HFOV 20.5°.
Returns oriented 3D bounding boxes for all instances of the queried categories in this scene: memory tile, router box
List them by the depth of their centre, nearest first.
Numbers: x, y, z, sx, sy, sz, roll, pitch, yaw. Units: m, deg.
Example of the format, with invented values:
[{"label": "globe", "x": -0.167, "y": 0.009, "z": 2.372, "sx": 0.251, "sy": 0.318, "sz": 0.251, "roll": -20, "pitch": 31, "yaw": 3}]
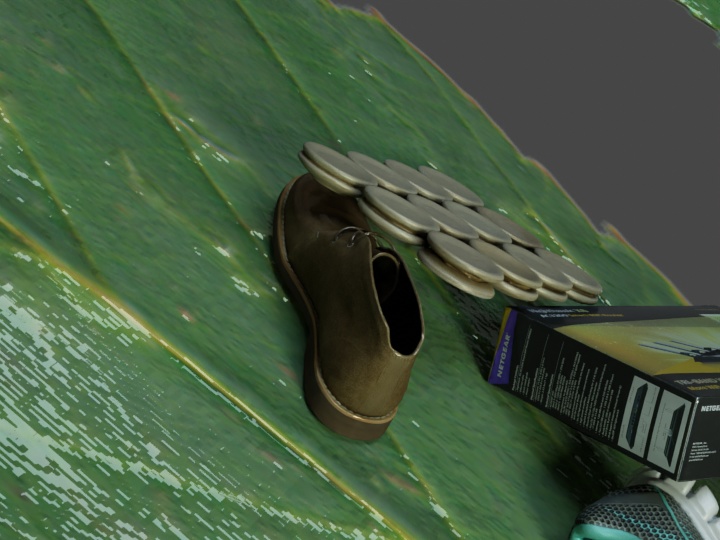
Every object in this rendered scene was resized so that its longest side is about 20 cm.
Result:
[{"label": "router box", "x": 0.201, "y": 0.068, "z": 1.184, "sx": 0.199, "sy": 0.053, "sz": 0.157, "roll": 1, "pitch": 17, "yaw": -41}, {"label": "memory tile", "x": 0.057, "y": -0.025, "z": 1.199, "sx": 0.153, "sy": 0.017, "sz": 0.200, "roll": 37, "pitch": 14, "yaw": 26}]

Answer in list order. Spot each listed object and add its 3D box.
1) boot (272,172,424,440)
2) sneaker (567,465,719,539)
[{"label": "boot", "x": 0.000, "y": 0.000, "z": 1.134, "sx": 0.073, "sy": 0.076, "sz": 0.201, "roll": 14, "pitch": 37, "yaw": -24}, {"label": "sneaker", "x": 0.183, "y": 0.193, "z": 1.067, "sx": 0.091, "sy": 0.078, "sz": 0.200, "roll": -12, "pitch": 47, "yaw": -39}]
